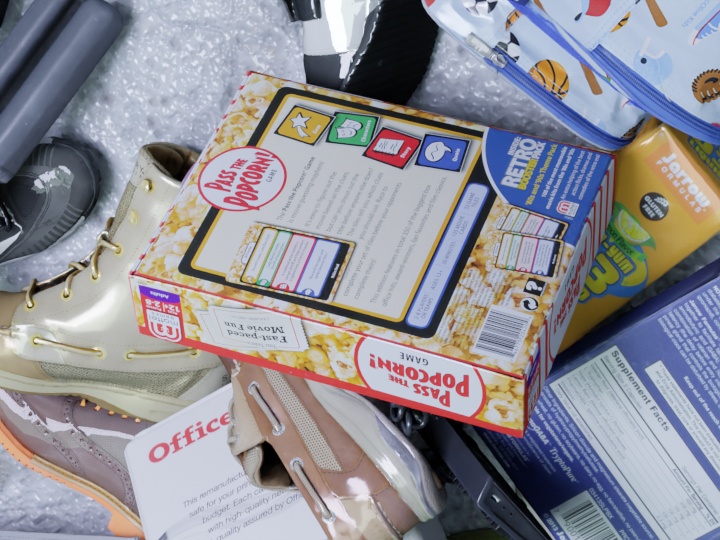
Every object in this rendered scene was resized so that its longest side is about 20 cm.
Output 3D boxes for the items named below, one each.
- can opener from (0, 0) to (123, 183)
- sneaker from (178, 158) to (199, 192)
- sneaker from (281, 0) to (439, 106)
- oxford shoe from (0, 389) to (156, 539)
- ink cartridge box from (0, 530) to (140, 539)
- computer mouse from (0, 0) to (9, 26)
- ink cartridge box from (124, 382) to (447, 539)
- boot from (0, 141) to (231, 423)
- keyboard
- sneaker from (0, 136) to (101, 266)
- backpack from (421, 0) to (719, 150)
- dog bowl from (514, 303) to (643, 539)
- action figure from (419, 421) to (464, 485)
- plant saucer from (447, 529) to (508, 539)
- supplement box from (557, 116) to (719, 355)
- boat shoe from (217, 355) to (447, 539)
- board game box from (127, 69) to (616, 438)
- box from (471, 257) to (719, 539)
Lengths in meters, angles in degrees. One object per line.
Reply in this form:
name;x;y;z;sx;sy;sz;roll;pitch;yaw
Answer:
can opener;-0.213;-0.078;1.180;0.053;0.067;0.200;37;91;22
sneaker;0.000;0.000;1.125;0.199;0.081;0.089;22;145;22
sneaker;-0.006;-0.154;1.127;0.088;0.074;0.201;30;120;29
oxford shoe;-0.151;0.093;1.268;0.200;0.071;0.073;39;114;-8
ink cartridge box;-0.203;0.248;1.308;0.199;0.084;0.176;0;127;28
computer mouse;-0.221;-0.199;1.198;0.138;0.053;0.201;22;105;9
ink cartridge box;-0.030;0.153;1.143;0.145;0.201;0.084;-28;137;7
boot;-0.151;-0.004;1.204;0.199;0.073;0.156;16;115;-10
keyboard;0.042;0.086;1.090;0.021;0.200;0.127;-42;109;0
sneaker;-0.242;-0.020;1.245;0.199;0.091;0.067;-17;103;25
backpack;0.131;-0.144;1.011;0.190;0.200;0.154;34;122;-1
dog bowl;0.185;0.100;1.132;0.199;0.074;0.202;7;113;16
action figure;0.000;0.179;1.204;0.193;0.104;0.201;44;114;38
plant saucer;0.090;0.249;1.251;0.198;0.031;0.202;7;111;18
supplement box;0.111;-0.006;1.130;0.200;0.069;0.067;-41;93;26
boat shoe;-0.038;0.076;1.100;0.072;0.200;0.076;-43;135;-6
board game box;0.009;-0.014;1.045;0.199;0.152;0.046;15;141;16
box;0.168;0.071;1.067;0.199;0.032;0.121;-32;98;28
